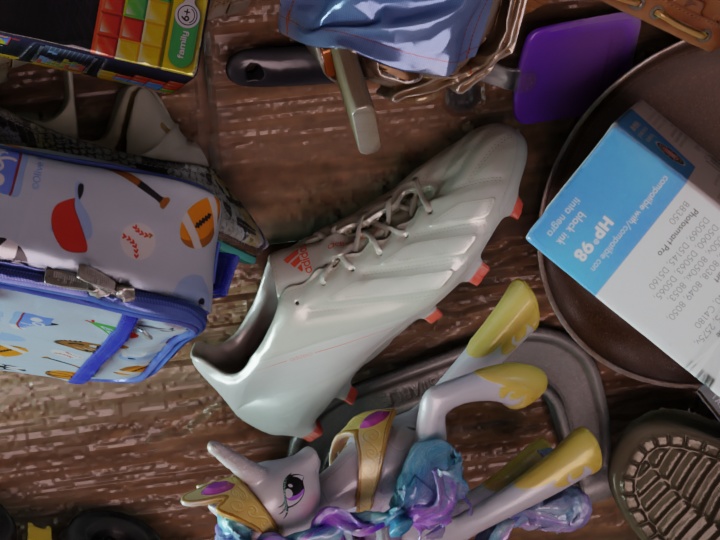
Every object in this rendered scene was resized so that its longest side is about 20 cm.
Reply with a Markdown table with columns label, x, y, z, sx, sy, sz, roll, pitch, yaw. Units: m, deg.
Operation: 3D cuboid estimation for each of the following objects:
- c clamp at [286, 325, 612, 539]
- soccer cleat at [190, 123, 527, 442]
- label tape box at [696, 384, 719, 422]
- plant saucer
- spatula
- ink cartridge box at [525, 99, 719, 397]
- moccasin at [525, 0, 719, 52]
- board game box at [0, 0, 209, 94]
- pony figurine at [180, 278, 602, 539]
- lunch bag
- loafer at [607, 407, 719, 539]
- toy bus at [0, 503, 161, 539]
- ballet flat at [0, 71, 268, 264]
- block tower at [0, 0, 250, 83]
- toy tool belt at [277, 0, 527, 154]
| label | x | y | z | sx | sy | sz | roll | pitch | yaw |
| --- | --- | --- | --- | --- | --- | --- | --- | --- | --- |
| c clamp | 0.065 | 0.114 | 1.004 | 0.199 | 0.027 | 0.172 | -14 | 119 | -4 |
| soccer cleat | 0.000 | 0.000 | 0.912 | 0.077 | 0.069 | 0.200 | 35 | 109 | -21 |
| label tape box | 0.285 | 0.028 | 0.949 | 0.200 | 0.063 | 0.144 | -48 | 142 | 16 |
| plant saucer | 0.180 | -0.034 | 0.944 | 0.199 | 0.032 | 0.201 | -5 | 118 | -10 |
| spatula | 0.035 | -0.095 | 0.892 | 0.198 | 0.021 | 0.057 | 0 | 128 | -8 |
| ink cartridge box | 0.176 | 0.016 | 0.837 | 0.200 | 0.116 | 0.067 | 39 | 106 | 5 |
| moccasin | 0.076 | -0.143 | 0.847 | 0.200 | 0.074 | 0.078 | 11 | 111 | -17 |
| board game box | -0.131 | -0.186 | 0.745 | 0.164 | 0.057 | 0.201 | 10 | 85 | -17 |
| pony figurine | 0.017 | 0.122 | 0.911 | 0.199 | 0.166 | 0.194 | -26 | 127 | -20 |
| lunch bag | -0.141 | 0.001 | 0.818 | 0.159 | 0.200 | 0.076 | 13 | 77 | -14 |
| loafer | 0.207 | 0.130 | 1.014 | 0.199 | 0.068 | 0.076 | 32 | 104 | -24 |
| toy bus | -0.173 | 0.212 | 0.920 | 0.199 | 0.192 | 0.136 | 12 | 113 | -18 |
| ballet flat | -0.127 | -0.059 | 0.861 | 0.199 | 0.072 | 0.072 | 17 | 113 | -19 |
| block tower | -0.146 | -0.114 | 0.800 | 0.199 | 0.054 | 0.058 | -20 | 84 | -14 |
| toy tool belt | 0.009 | -0.158 | 0.731 | 0.124 | 0.123 | 0.201 | 3 | 118 | 9 |
